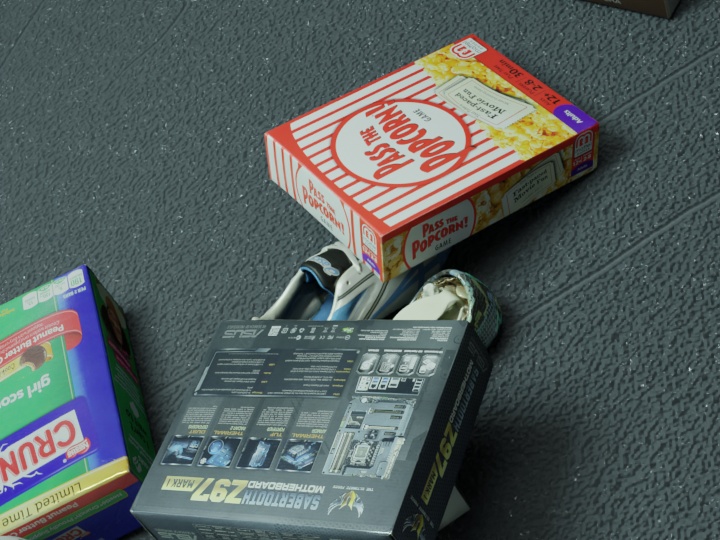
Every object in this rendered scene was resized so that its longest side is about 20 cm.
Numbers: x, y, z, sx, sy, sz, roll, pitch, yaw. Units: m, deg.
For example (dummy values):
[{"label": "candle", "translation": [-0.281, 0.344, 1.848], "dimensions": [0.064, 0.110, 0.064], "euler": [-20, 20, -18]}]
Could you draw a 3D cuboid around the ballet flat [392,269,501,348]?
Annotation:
[{"label": "ballet flat", "translation": [0.014, 0.075, 1.017], "dimensions": [0.200, 0.074, 0.074], "euler": [-47, 52, -11]}]

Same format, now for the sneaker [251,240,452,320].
[{"label": "sneaker", "translation": [0.000, 0.000, 1.068], "dimensions": [0.072, 0.073, 0.200], "euler": [30, 67, 37]}]

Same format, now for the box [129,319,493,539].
[{"label": "box", "translation": [-0.030, 0.106, 0.929], "dimensions": [0.199, 0.051, 0.158], "euler": [-3, 48, 32]}]

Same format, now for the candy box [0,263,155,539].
[{"label": "candy box", "translation": [-0.247, 0.121, 1.097], "dimensions": [0.168, 0.077, 0.201], "euler": [-26, 53, 6]}]

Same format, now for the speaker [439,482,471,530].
[{"label": "speaker", "translation": [-0.030, 0.178, 0.960], "dimensions": [0.199, 0.081, 0.081], "euler": [-33, 51, -1]}]

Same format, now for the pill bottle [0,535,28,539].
[{"label": "pill bottle", "translation": [-0.187, 0.253, 0.942], "dimensions": [0.199, 0.113, 0.113], "euler": [14, 64, 40]}]

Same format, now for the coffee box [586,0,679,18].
[{"label": "coffee box", "translation": [0.234, -0.310, 1.169], "dimensions": [0.112, 0.080, 0.201], "euler": [19, 67, 32]}]

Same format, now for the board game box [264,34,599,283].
[{"label": "board game box", "translation": [0.053, -0.088, 1.083], "dimensions": [0.199, 0.047, 0.151], "euler": [-29, 48, -23]}]
